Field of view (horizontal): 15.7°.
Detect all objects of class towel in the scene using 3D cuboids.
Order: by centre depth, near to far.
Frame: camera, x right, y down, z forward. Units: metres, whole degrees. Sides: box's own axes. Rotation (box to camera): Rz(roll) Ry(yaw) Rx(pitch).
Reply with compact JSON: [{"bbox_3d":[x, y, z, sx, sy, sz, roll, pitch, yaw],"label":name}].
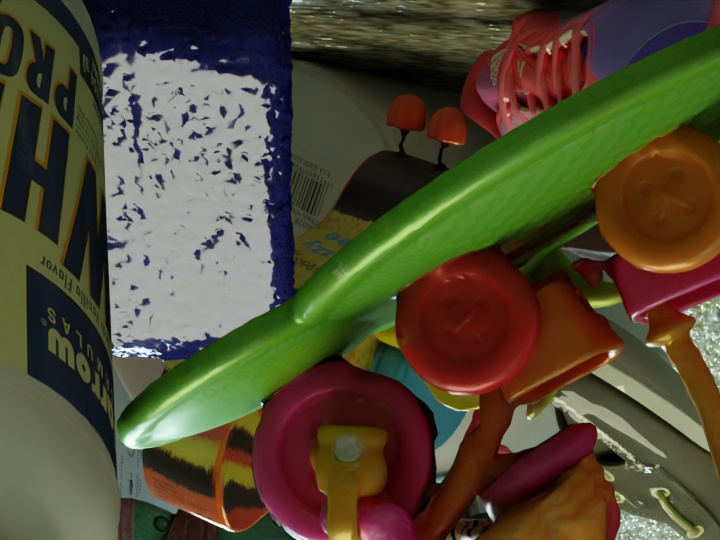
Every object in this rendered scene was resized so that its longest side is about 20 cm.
[{"bbox_3d":[-0.115,-0.040,0.759,0.198,0.050,0.148,5,135,4],"label":"towel"}]

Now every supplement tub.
[{"bbox_3d":[-0.131,0.019,0.626,0.144,0.201,0.145,-4,144,-3],"label":"supplement tub"}]

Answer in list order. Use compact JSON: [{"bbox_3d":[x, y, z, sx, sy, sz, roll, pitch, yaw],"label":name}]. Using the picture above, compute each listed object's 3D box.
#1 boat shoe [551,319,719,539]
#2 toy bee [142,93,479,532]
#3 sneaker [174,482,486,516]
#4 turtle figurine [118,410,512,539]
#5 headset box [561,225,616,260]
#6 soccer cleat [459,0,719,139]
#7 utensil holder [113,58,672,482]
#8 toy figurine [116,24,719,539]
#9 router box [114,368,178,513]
[{"bbox_3d":[0.116,0.071,1.038,0.201,0.060,0.072,32,-164,-45],"label":"boat shoe"},{"bbox_3d":[0.000,0.000,0.868,0.130,0.109,0.200,8,-155,16],"label":"toy bee"},{"bbox_3d":[0.007,0.123,1.079,0.199,0.071,0.080,4,171,-8],"label":"sneaker"},{"bbox_3d":[-0.008,0.119,0.958,0.198,0.151,0.101,-2,-148,2],"label":"turtle figurine"},{"bbox_3d":[0.169,-0.026,0.938,0.199,0.076,0.149,7,177,22],"label":"headset box"},{"bbox_3d":[0.070,-0.054,0.779,0.076,0.067,0.200,18,177,1],"label":"soccer cleat"},{"bbox_3d":[0.012,0.006,1.069,0.169,0.171,0.199,2,177,35],"label":"utensil holder"},{"bbox_3d":[0.067,0.068,0.620,0.199,0.185,0.150,-30,171,7],"label":"toy figurine"},{"bbox_3d":[-0.092,0.019,1.117,0.049,0.202,0.179,1,178,26],"label":"router box"}]
